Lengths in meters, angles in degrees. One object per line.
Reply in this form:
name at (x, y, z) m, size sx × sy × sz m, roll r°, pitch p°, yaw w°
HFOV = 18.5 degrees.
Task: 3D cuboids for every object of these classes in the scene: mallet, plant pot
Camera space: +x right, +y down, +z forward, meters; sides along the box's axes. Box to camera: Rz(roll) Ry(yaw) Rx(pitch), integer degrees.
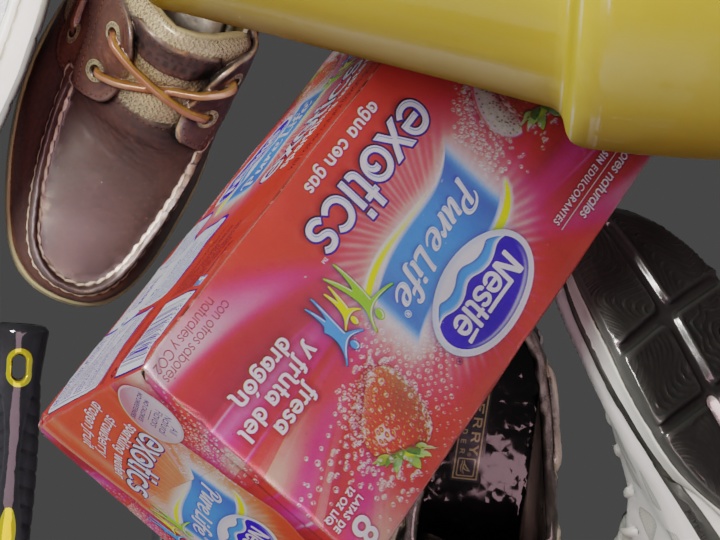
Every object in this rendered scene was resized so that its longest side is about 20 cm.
mallet at (-0.119, 0.121, 0.796) m, size 0.066 × 0.041 × 0.200 m, roll 12°, pitch 91°, yaw -10°
plant pot at (0.035, -0.134, 0.632) m, size 0.189 × 0.201 × 0.201 m, roll 2°, pitch 97°, yaw 5°

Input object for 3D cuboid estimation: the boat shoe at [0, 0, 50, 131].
boat shoe at (-0.155, -0.057, 0.749) m, size 0.065 × 0.074 × 0.202 m, roll 24°, pitch 100°, yaw -15°

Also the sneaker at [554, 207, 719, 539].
sneaker at (0.101, 0.083, 0.787) m, size 0.076 × 0.115 × 0.201 m, roll -27°, pitch 86°, yaw -46°

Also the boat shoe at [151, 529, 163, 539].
boat shoe at (-0.036, 0.074, 0.784) m, size 0.074 × 0.066 × 0.200 m, roll 21°, pitch 93°, yaw -9°

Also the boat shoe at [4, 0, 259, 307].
boat shoe at (-0.069, -0.081, 0.757) m, size 0.072 × 0.072 × 0.200 m, roll 24°, pitch 93°, yaw -10°

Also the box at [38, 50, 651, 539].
box at (0.000, 0.000, 0.725) m, size 0.095 × 0.100 × 0.200 m, roll 43°, pitch 61°, yaw -11°

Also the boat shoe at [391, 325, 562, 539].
boat shoe at (0.036, 0.110, 0.800) m, size 0.071 × 0.064 × 0.200 m, roll 1°, pitch 97°, yaw -9°
